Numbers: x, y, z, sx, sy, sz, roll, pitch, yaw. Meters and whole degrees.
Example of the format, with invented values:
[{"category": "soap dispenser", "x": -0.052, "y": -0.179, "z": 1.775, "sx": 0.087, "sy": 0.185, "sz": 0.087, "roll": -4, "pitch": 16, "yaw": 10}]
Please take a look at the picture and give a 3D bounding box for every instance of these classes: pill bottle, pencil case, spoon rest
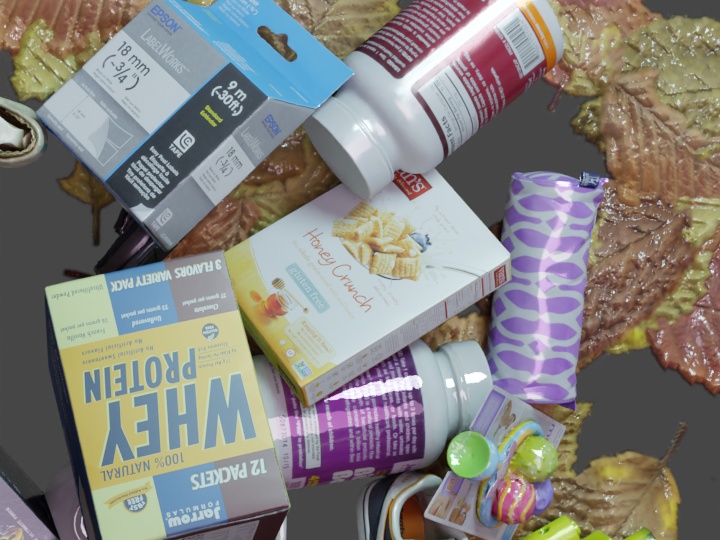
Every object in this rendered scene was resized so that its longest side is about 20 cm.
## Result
[{"category": "pill bottle", "x": 0.003, "y": 0.111, "z": 1.537, "sx": 0.198, "sy": 0.112, "sz": 0.113, "roll": -8, "pitch": 99, "yaw": -12}, {"category": "pencil case", "x": 0.153, "y": 0.013, "z": 1.582, "sx": 0.085, "sy": 0.084, "sz": 0.202, "roll": 4, "pitch": 98, "yaw": -37}, {"category": "spoon rest", "x": -0.158, "y": 0.199, "z": 1.544, "sx": 0.198, "sy": 0.061, "sz": 0.100, "roll": 2, "pitch": 96, "yaw": -1}, {"category": "pill bottle", "x": 0.055, "y": -0.151, "z": 1.507, "sx": 0.200, "sy": 0.113, "sz": 0.113, "roll": -40, "pitch": 105, "yaw": -11}]

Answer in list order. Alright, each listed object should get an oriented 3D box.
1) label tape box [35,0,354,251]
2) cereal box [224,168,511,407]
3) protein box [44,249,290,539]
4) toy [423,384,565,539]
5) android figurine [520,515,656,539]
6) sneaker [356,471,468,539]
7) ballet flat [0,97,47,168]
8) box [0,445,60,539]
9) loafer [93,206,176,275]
[{"category": "label tape box", "x": -0.127, "y": -0.136, "z": 1.456, "sx": 0.200, "sy": 0.063, "sz": 0.144, "roll": -44, "pitch": 62, "yaw": -5}, {"category": "cereal box", "x": 0.000, "y": 0.000, "z": 1.506, "sx": 0.199, "sy": 0.144, "sz": 0.040, "roll": -32, "pitch": 148, "yaw": -14}, {"category": "protein box", "x": -0.149, "y": 0.121, "z": 1.420, "sx": 0.134, "sy": 0.200, "sz": 0.200, "roll": -12, "pitch": 73, "yaw": -13}, {"category": "toy", "x": 0.126, "y": 0.168, "z": 1.542, "sx": 0.116, "sy": 0.047, "sz": 0.200, "roll": -62, "pitch": 150, "yaw": -2}, {"category": "android figurine", "x": 0.182, "y": 0.308, "z": 1.645, "sx": 0.199, "sy": 0.041, "sz": 0.183, "roll": -30, "pitch": 104, "yaw": -9}, {"category": "sneaker", "x": 0.046, "y": 0.261, "z": 1.546, "sx": 0.078, "sy": 0.079, "sz": 0.202, "roll": 1, "pitch": 73, "yaw": -38}, {"category": "ballet flat", "x": -0.331, "y": -0.128, "z": 1.446, "sx": 0.199, "sy": 0.062, "sz": 0.068, "roll": 15, "pitch": 93, "yaw": -15}, {"category": "box", "x": -0.312, "y": 0.131, "z": 1.436, "sx": 0.051, "sy": 0.158, "sz": 0.200, "roll": -40, "pitch": 106, "yaw": -5}, {"category": "loafer", "x": -0.144, "y": -0.069, "z": 1.507, "sx": 0.063, "sy": 0.072, "sz": 0.200, "roll": 43, "pitch": 79, "yaw": 4}]
